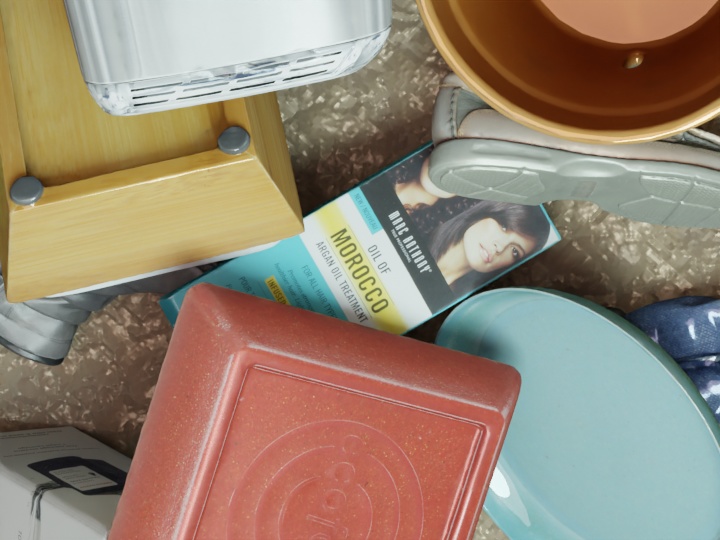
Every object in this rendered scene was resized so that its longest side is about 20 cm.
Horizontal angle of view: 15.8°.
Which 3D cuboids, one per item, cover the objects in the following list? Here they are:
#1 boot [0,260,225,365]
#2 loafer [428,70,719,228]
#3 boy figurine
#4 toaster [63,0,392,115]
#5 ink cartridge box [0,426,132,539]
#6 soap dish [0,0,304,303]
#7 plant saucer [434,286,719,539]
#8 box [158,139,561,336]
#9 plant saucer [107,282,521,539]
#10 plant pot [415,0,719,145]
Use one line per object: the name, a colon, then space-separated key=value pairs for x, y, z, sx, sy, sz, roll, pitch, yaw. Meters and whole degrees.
boot: x=-0.139 y=0.005 z=1.448 sx=0.200 sy=0.070 sz=0.132 roll=38 pitch=112 yaw=6
loafer: x=0.134 y=-0.066 z=1.360 sx=0.200 sy=0.072 sz=0.063 roll=7 pitch=71 yaw=-14
boy figurine: x=0.231 y=0.044 z=1.380 sx=0.200 sy=0.064 sz=0.124 roll=-9 pitch=98 yaw=16
toaster: x=-0.074 y=-0.153 z=1.245 sx=0.200 sy=0.114 sz=0.129 roll=-11 pitch=106 yaw=-5
ink cartridge box: x=-0.150 y=0.179 z=1.403 sx=0.084 sy=0.200 sz=0.145 roll=-4 pitch=103 yaw=-32
soap dish: x=-0.124 y=-0.092 z=1.353 sx=0.157 sy=0.081 sz=0.200 roll=-13 pitch=59 yaw=0
plant saucer: x=0.122 y=0.090 z=1.377 sx=0.200 sy=0.027 sz=0.200 roll=29 pitch=137 yaw=30
box: x=0.000 y=0.000 z=1.379 sx=0.200 sy=0.049 sz=0.082 roll=-31 pitch=94 yaw=-12
plant saucer: x=-0.022 y=0.126 z=1.314 sx=0.200 sy=0.037 sz=0.200 roll=16 pitch=94 yaw=-27
plant pot: x=0.133 y=-0.171 z=1.319 sx=0.200 sy=0.140 sz=0.200 roll=2 pitch=100 yaw=11
